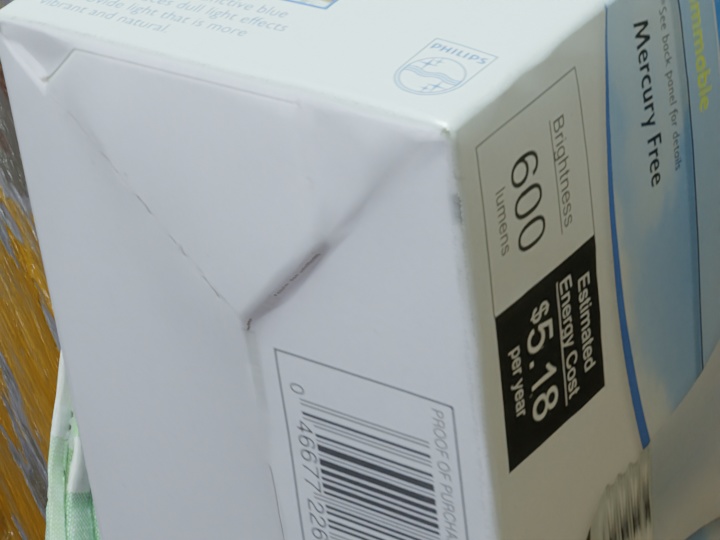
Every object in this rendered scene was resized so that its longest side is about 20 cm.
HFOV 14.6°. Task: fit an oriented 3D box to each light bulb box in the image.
[{"bbox_3d":[0.036,-0.007,0.668,0.124,0.200,0.199,17,130,33],"label":"light bulb box"}]

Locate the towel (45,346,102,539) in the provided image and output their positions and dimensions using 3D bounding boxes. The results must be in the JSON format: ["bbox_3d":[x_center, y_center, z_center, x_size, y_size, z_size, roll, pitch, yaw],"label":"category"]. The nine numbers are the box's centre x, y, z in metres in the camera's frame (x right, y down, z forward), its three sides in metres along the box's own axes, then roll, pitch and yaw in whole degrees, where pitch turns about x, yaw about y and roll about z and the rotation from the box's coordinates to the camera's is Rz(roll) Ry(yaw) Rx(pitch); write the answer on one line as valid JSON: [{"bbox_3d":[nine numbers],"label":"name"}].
[{"bbox_3d":[-0.019,-0.023,0.712,0.023,0.152,0.201,15,103,33],"label":"towel"}]
